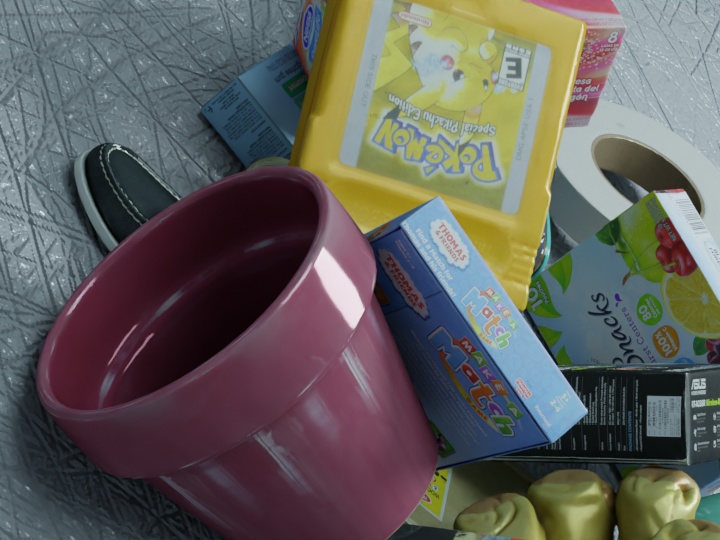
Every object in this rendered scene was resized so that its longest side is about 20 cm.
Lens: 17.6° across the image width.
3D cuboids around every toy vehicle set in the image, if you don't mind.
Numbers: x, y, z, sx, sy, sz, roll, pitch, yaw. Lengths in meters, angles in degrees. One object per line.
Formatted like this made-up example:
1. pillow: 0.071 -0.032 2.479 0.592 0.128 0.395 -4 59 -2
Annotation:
1. toy vehicle set: 0.031 0.126 1.506 0.200 0.027 0.124 40 35 -17

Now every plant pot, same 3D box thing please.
1. plant pot: -0.055 0.071 1.326 0.179 0.200 0.200 53 29 -28

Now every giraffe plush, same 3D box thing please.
1. giraffe plush: 0.149 0.238 1.428 0.200 0.172 0.162 -83 167 -59

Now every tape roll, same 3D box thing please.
1. tape roll: 0.222 -0.062 1.864 0.203 0.037 0.203 23 33 -16

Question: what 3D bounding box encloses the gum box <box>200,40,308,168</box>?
1. gum box: 0.000 -0.072 1.642 0.200 0.045 0.170 52 32 -1

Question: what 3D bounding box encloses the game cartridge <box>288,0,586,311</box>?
1. game cartridge: 0.048 -0.090 1.500 0.176 0.032 0.200 16 79 -20

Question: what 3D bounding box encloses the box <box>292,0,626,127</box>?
1. box: 0.067 -0.163 1.601 0.200 0.095 0.103 -3 47 -21

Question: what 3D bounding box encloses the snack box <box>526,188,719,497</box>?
1. snack box: 0.222 0.061 1.694 0.053 0.142 0.200 -7 64 -54

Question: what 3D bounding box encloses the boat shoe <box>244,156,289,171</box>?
1. boat shoe: 0.000 0.000 1.530 0.200 0.073 0.063 35 -2 -5

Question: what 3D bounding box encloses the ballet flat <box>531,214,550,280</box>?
1. ballet flat: 0.103 -0.079 1.677 0.073 0.073 0.200 32 41 -27

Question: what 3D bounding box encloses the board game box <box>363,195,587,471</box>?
1. board game box: 0.037 0.045 1.385 0.037 0.200 0.151 -37 95 -24

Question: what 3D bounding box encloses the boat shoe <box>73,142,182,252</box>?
1. boat shoe: -0.098 -0.006 1.445 0.200 0.060 0.076 51 32 -2

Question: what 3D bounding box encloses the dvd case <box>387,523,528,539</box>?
1. dvd case: 0.038 0.197 1.327 0.146 0.200 0.022 -61 153 -55

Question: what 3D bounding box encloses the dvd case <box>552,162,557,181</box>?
1. dvd case: 0.064 -0.147 1.672 0.150 0.025 0.200 10 44 -9

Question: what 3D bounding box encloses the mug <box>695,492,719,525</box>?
1. mug: 0.239 0.243 1.532 0.114 0.152 0.185 -9 68 -42

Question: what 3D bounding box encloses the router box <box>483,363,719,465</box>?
1. router box: 0.178 0.094 1.561 0.200 0.150 0.062 3 86 -65
